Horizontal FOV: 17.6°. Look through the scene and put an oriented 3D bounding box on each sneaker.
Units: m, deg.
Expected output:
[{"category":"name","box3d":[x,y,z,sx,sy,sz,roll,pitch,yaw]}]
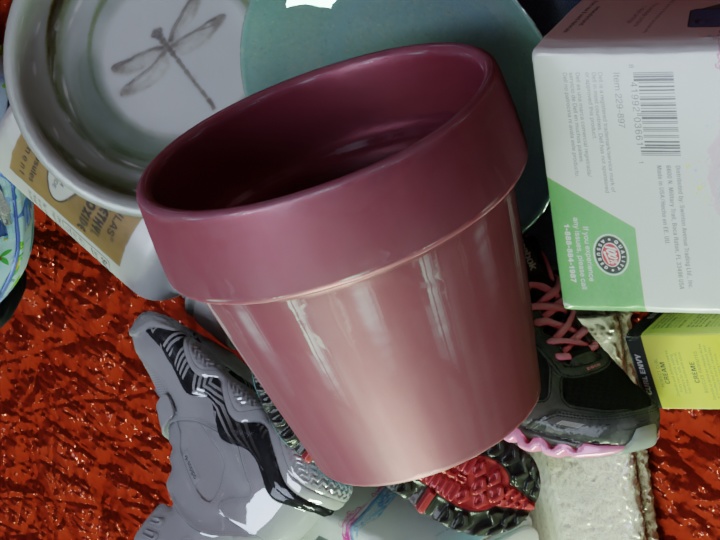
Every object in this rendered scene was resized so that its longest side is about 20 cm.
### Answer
[{"category":"sneaker","box3d":[0.092,0.032,1.295,0.200,0.079,0.095,34,122,41]},{"category":"sneaker","box3d":[-0.100,0.113,1.400,0.115,0.075,0.200,-52,52,4]},{"category":"sneaker","box3d":[0.009,0.085,1.362,0.200,0.079,0.096,37,-176,-20]}]

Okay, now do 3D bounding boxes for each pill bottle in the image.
[{"category":"pill bottle","box3d":[-0.125,-0.046,1.467,0.200,0.114,0.114,41,133,15]}]

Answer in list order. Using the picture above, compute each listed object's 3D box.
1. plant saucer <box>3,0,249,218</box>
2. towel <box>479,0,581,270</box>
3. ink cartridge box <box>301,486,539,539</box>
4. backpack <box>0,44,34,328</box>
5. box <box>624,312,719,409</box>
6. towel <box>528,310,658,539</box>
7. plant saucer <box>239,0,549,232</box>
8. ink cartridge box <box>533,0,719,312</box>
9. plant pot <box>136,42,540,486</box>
[{"category":"plant saucer","box3d":[-0.112,-0.129,1.395,0.200,0.050,0.200,-1,86,11]},{"category":"towel","box3d":[0.103,-0.105,1.288,0.112,0.049,0.200,-18,101,45]},{"category":"ink cartridge box","box3d":[0.023,0.201,1.472,0.200,0.087,0.145,20,126,47]},{"category":"backpack","box3d":[-0.281,-0.063,1.567,0.154,0.163,0.200,-19,110,5]},{"category":"box","box3d":[0.245,0.037,1.232,0.200,0.075,0.050,-4,113,40]},{"category":"towel","box3d":[0.113,0.097,1.404,0.132,0.034,0.200,8,118,38]},{"category":"plant saucer","box3d":[0.029,-0.102,1.279,0.201,0.039,0.201,16,126,23]},{"category":"ink cartridge box","box3d":[0.200,-0.059,1.162,0.200,0.088,0.145,2,114,25]},{"category":"plant pot","box3d":[0.007,0.003,1.200,0.200,0.200,0.179,-3,117,41]}]
